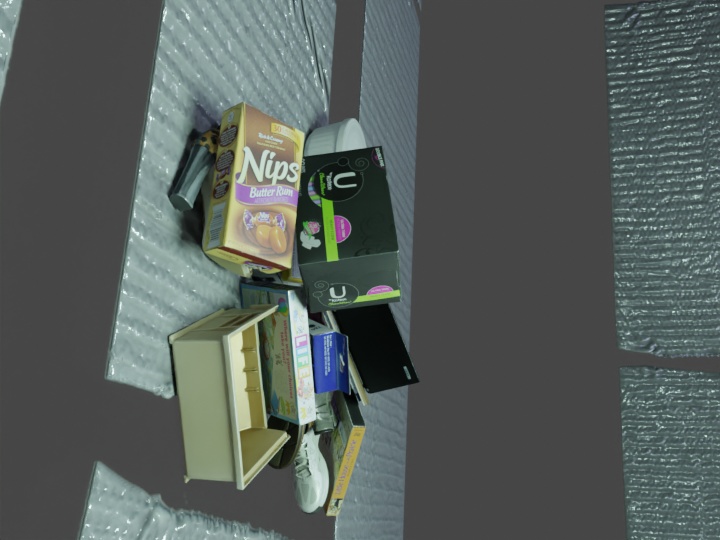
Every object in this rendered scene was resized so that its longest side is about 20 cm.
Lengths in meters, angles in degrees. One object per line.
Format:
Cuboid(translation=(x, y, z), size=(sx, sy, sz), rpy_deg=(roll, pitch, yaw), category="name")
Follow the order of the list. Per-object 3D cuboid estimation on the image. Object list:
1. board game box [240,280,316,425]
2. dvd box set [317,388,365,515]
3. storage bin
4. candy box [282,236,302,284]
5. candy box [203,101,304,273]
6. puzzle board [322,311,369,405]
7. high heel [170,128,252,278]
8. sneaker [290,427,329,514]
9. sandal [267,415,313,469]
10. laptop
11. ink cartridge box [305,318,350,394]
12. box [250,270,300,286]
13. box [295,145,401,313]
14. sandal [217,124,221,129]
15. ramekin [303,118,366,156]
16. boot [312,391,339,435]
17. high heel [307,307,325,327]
Cuboid(translation=(-0.129, 0.124, 1.202), size=(0.034, 0.133, 0.206), rpy_deg=(-11, 101, -40), category="board game box")
Cuboid(translation=(-0.041, 0.325, 1.439), size=(0.147, 0.029, 0.205), rpy_deg=(-115, -143, -61), category="dvd box set")
Cuboid(translation=(-0.175, 0.167, 1.096), size=(0.198, 0.091, 0.206), rpy_deg=(-32, 119, -72), category="storage bin")
Cuboid(translation=(-0.080, -0.076, 1.283), size=(0.100, 0.026, 0.206), rpy_deg=(11, 73, -35), category="candy box")
Cuboid(translation=(-0.143, -0.111, 1.067), size=(0.115, 0.056, 0.206), rpy_deg=(19, 68, -43), category="candy box")
Cuboid(translation=(-0.030, 0.150, 1.416), size=(0.151, 0.017, 0.204), rpy_deg=(71, -4, -81), category="puzzle board")
Cuboid(translation=(-0.187, -0.096, 1.115), size=(0.202, 0.070, 0.145), rpy_deg=(59, 38, -44), category="high heel")
Cuboid(translation=(-0.113, 0.323, 1.368), size=(0.115, 0.074, 0.206), rpy_deg=(34, 47, -62), category="sneaker")
Cuboid(translation=(-0.106, 0.230, 1.291), size=(0.054, 0.080, 0.206), rpy_deg=(21, 80, -49), category="sandal")
Cuboid(translation=(0.022, 0.124, 1.453), size=(0.200, 0.101, 0.181), rpy_deg=(-121, -171, -84), category="laptop")
Cuboid(translation=(-0.094, 0.125, 1.221), size=(0.039, 0.197, 0.102), rpy_deg=(-18, 114, -39), category="ink cartridge box")
Cuboid(translation=(-0.151, -0.046, 1.269), size=(0.202, 0.058, 0.119), rpy_deg=(66, 26, -53), category="box")
Cuboid(translation=(-0.021, -0.061, 1.154), size=(0.126, 0.144, 0.204), rpy_deg=(82, 0, -54), category="box")
Cuboid(translation=(-0.148, -0.133, 1.147), size=(0.081, 0.054, 0.204), rpy_deg=(-14, 79, -42), category="sandal")
Cuboid(translation=(-0.050, -0.204, 1.590), size=(0.202, 0.091, 0.209), rpy_deg=(-2, 90, -75), category="ramekin")
Cuboid(translation=(-0.073, 0.218, 1.409), size=(0.200, 0.066, 0.134), rpy_deg=(-40, 112, -76), category="boot")
Cuboid(translation=(-0.105, 0.144, 1.415), size=(0.201, 0.066, 0.098), rpy_deg=(-57, 156, -55), category="high heel")
